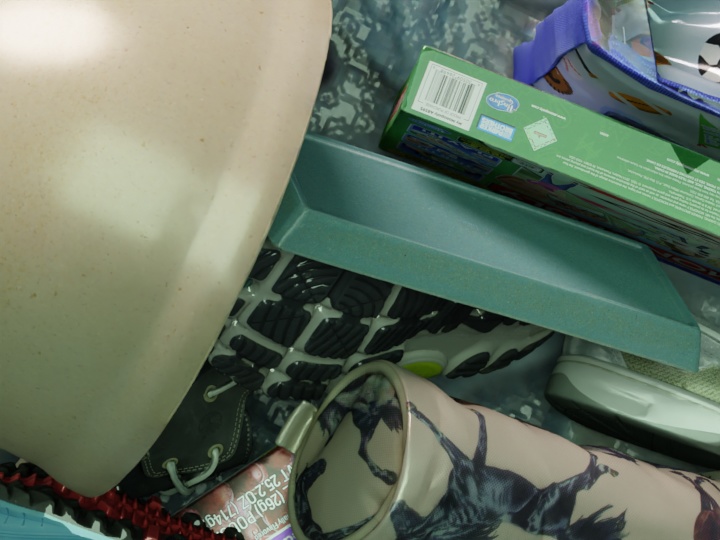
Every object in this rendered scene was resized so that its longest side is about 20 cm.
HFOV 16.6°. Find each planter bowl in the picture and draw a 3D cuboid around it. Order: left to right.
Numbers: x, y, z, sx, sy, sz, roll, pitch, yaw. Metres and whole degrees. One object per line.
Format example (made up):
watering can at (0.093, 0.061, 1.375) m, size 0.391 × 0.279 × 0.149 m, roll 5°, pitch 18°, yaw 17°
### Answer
planter bowl at (-0.115, -0.040, 0.851) m, size 0.135 × 0.200 × 0.200 m, roll 25°, pitch 83°, yaw -15°

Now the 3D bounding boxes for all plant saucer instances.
plant saucer at (0.044, -0.010, 0.927) m, size 0.200 × 0.070 × 0.019 m, roll 16°, pitch 120°, yaw -31°

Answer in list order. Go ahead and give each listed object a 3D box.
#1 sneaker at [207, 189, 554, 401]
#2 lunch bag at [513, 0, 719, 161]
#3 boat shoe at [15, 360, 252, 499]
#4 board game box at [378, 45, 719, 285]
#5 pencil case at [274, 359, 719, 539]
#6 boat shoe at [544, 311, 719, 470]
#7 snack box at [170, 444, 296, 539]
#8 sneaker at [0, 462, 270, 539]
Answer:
sneaker at (0.000, 0.000, 0.957) m, size 0.078 × 0.200 × 0.080 m, roll -48°, pitch 60°, yaw 30°
lunch bag at (0.168, -0.093, 0.969) m, size 0.200 × 0.170 × 0.124 m, roll -7°, pitch 86°, yaw -7°
boat shoe at (-0.074, 0.060, 0.979) m, size 0.200 × 0.072 × 0.068 m, roll -43°, pitch 98°, yaw -17°
board game box at (0.108, -0.031, 0.974) m, size 0.200 × 0.135 × 0.029 m, roll 22°, pitch 85°, yaw -2°
pencil case at (0.069, 0.094, 0.947) m, size 0.200 × 0.089 × 0.078 m, roll 18°, pitch 89°, yaw -27°
boat shoe at (0.179, 0.056, 1.003) m, size 0.202 × 0.074 × 0.065 m, roll 16°, pitch 79°, yaw 7°
snack box at (-0.050, 0.181, 0.973) m, size 0.200 × 0.068 × 0.169 m, roll -32°, pitch 86°, yaw -6°
sneaker at (-0.060, 0.146, 0.918) m, size 0.200 × 0.079 × 0.096 m, roll 23°, pitch 100°, yaw 2°
